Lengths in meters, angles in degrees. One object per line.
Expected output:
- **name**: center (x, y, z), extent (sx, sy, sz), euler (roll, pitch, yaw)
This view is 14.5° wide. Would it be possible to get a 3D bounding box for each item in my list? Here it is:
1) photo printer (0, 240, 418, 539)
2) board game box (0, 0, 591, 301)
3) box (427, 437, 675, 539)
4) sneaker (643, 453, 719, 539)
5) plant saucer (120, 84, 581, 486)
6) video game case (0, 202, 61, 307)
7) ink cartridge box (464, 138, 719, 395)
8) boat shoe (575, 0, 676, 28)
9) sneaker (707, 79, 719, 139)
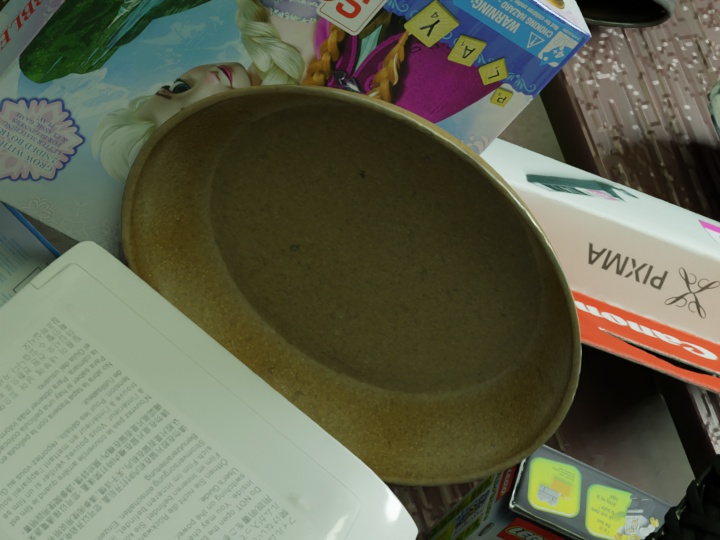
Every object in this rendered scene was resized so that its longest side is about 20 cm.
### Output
- **photo printer**: center (-0.089, 0.102, 1.094), extent (0.200, 0.070, 0.166), euler (37, 66, 21)
- **board game box**: center (-0.043, -0.081, 1.159), extent (0.199, 0.200, 0.041), euler (28, 26, -32)
- **box**: center (0.134, 0.145, 1.205), extent (0.199, 0.110, 0.035), euler (26, 58, -10)
- **sneaker**: center (0.115, 0.124, 1.101), extent (0.111, 0.073, 0.201), euler (14, 105, -17)
- **plant saucer**: center (0.000, 0.000, 1.137), extent (0.200, 0.200, 0.035), euler (35, 45, -3)
- **video game case**: center (-0.211, 0.035, 1.170), extent (0.143, 0.018, 0.200), euler (45, 57, 2)
- **ink cartridge box**: center (0.126, 0.002, 1.248), extent (0.199, 0.174, 0.044), euler (20, 102, -13)
- **boat shoe**: center (0.070, -0.152, 1.345), extent (0.199, 0.075, 0.074), euler (0, 65, -21)
- **sneaker**: center (0.253, -0.039, 1.354), extent (0.200, 0.080, 0.078), euler (35, 30, -8)
